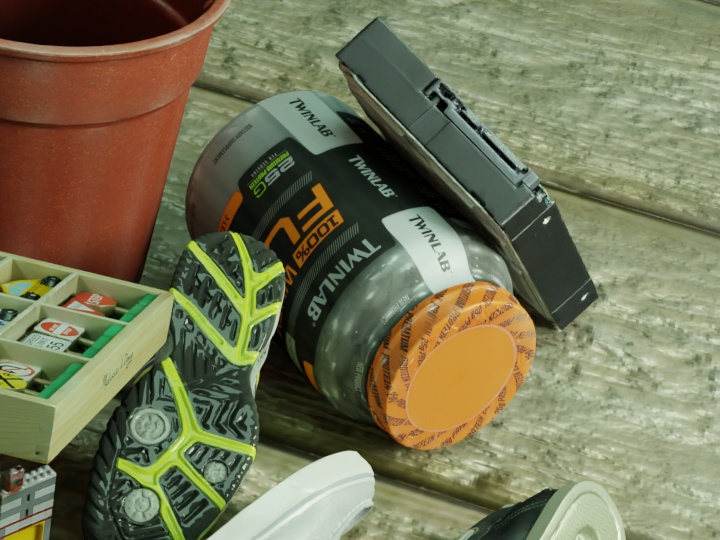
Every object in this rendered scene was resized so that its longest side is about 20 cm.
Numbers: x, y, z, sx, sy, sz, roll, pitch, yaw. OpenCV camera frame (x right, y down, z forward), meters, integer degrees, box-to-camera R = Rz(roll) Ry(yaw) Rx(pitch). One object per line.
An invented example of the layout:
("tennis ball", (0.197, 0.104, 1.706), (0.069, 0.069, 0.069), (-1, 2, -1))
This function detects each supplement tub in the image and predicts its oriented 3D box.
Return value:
("supplement tub", (0.000, 0.000, 1.156), (0.122, 0.123, 0.200), (-13, 41, -32))

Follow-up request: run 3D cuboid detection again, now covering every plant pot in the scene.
("plant pot", (-0.180, -0.085, 1.158), (0.200, 0.196, 0.201), (8, 34, -5))

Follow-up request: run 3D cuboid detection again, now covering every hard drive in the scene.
("hard drive", (0.062, -0.048, 1.186), (0.038, 0.200, 0.140), (-42, 68, -2))

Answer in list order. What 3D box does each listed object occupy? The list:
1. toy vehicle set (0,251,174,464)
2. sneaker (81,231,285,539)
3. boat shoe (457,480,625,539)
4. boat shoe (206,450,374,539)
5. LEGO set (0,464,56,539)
("toy vehicle set", (-0.168, 0.031, 0.960), (0.124, 0.027, 0.200), (13, 15, 6))
("sneaker", (-0.085, 0.077, 1.073), (0.075, 0.076, 0.200), (20, 53, 2))
("boat shoe", (0.049, 0.171, 0.994), (0.068, 0.072, 0.200), (-8, 24, 43))
("boat shoe", (-0.046, 0.150, 0.981), (0.069, 0.072, 0.200), (47, 36, 10))
("LEGO set", (-0.228, 0.099, 0.946), (0.154, 0.116, 0.200), (-14, 41, -33))
